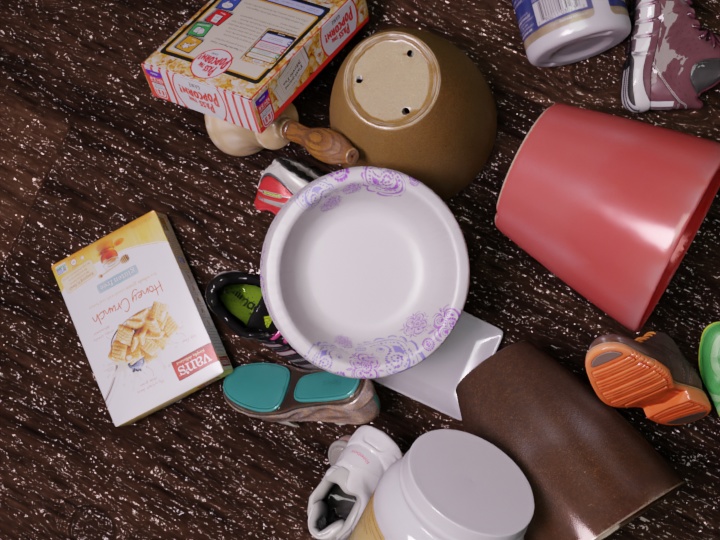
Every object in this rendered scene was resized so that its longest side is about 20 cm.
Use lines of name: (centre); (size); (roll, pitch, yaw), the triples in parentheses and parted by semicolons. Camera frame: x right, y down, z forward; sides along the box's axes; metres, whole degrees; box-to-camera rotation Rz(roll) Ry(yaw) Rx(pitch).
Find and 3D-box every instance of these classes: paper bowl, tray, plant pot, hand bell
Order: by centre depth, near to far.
paper bowl: (0.000, 0.000, 1.019); (0.199, 0.104, 0.203); (-1, 94, -9)
plant pot: (0.242, -0.066, 1.028); (0.176, 0.200, 0.202); (28, 91, 18)
plant pot: (0.186, 0.178, 1.031); (0.186, 0.187, 0.201); (-35, 70, 5)
plant pot: (0.043, -0.168, 1.051); (0.185, 0.200, 0.188); (0, 88, 9)
hand bell: (-0.066, -0.143, 1.066); (0.199, 0.104, 0.105); (29, 92, 45)
tray: (0.044, 0.071, 1.097); (0.199, 0.022, 0.108); (26, 89, -12)

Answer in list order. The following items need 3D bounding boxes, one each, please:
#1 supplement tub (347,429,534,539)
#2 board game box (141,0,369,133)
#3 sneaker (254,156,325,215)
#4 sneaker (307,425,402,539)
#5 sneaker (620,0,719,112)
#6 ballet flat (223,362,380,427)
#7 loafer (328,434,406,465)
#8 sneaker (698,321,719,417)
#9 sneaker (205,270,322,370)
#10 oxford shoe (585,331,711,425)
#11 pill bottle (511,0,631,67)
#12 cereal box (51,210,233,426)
supplement tub: (0.063, 0.261, 0.954); (0.144, 0.145, 0.201); (31, 122, 9)
board game box: (-0.108, -0.242, 1.087); (0.151, 0.046, 0.200); (23, 58, 28)
sneaker: (-0.030, -0.041, 1.131); (0.200, 0.077, 0.085); (38, 113, 10)
sneaker: (-0.021, 0.252, 1.055); (0.078, 0.099, 0.201); (29, 130, 30)
sneaker: (0.341, -0.263, 1.081); (0.114, 0.076, 0.202); (6, 98, 4)
ballet flat: (-0.062, 0.141, 1.107); (0.199, 0.067, 0.068); (0, 53, 39)
loafer: (0.057, 0.236, 1.099); (0.199, 0.063, 0.072); (34, 133, 19)
sneaker: (0.392, 0.148, 1.036); (0.073, 0.084, 0.202); (-12, 84, 8)
sneaker: (-0.086, 0.057, 1.114); (0.199, 0.087, 0.074); (27, 91, 9)
oxford shoe: (0.274, 0.093, 1.014); (0.071, 0.200, 0.073); (-26, 54, 29)
pill bottle: (0.204, -0.326, 1.079); (0.110, 0.111, 0.202); (-15, 84, 8)
cereal box: (-0.245, 0.054, 1.156); (0.143, 0.040, 0.201); (-27, 79, 9)
